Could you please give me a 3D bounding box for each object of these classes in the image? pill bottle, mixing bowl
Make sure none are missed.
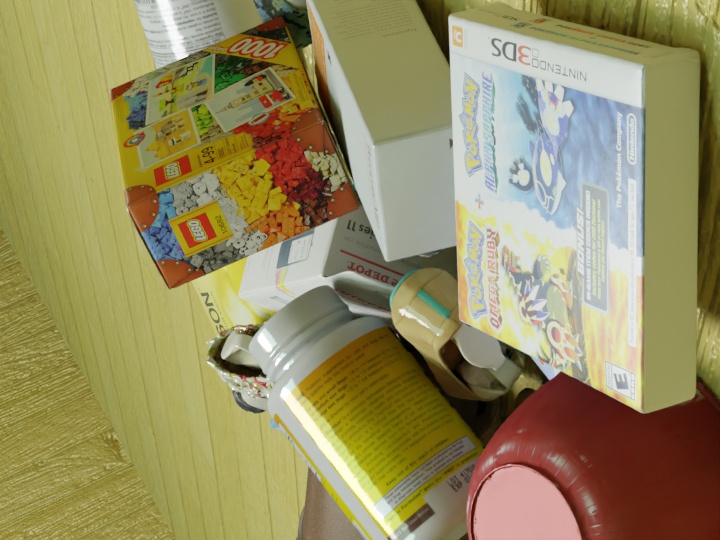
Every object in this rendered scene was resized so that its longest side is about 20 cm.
[{"bbox_3d":[0.008,0.111,1.238,0.200,0.109,0.109,51,160,14],"label":"pill bottle"},{"bbox_3d":[0.137,0.155,1.064,0.200,0.108,0.201,12,106,48],"label":"mixing bowl"},{"bbox_3d":[-0.125,-0.199,1.489,0.113,0.113,0.201,32,143,61],"label":"pill bottle"}]

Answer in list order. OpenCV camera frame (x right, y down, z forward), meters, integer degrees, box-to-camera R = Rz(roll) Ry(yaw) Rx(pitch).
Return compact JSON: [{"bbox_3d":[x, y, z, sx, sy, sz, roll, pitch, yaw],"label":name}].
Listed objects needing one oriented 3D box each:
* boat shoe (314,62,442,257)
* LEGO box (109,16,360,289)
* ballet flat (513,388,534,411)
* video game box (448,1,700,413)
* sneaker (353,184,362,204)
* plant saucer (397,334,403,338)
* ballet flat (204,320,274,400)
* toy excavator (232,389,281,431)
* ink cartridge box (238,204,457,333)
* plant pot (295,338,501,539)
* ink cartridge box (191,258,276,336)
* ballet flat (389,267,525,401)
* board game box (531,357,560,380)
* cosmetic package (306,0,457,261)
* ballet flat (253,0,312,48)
[{"bbox_3d":[0.022,-0.084,1.275,0.060,0.072,0.200,75,170,-56],"label":"boat shoe"},{"bbox_3d":[-0.097,-0.090,1.252,0.200,0.148,0.077,-112,-2,-59],"label":"LEGO box"},{"bbox_3d":[0.148,0.151,1.207,0.200,0.063,0.069,44,155,51],"label":"ballet flat"},{"bbox_3d":[0.119,-0.042,0.990,0.182,0.047,0.201,28,127,56],"label":"video game box"},{"bbox_3d":[-0.008,-0.055,1.391,0.200,0.079,0.078,9,122,67],"label":"sneaker"},{"bbox_3d":[0.015,0.052,1.542,0.201,0.037,0.201,54,160,31],"label":"plant saucer"},{"bbox_3d":[-0.068,0.069,1.379,0.064,0.076,0.200,27,158,-24],"label":"ballet flat"},{"bbox_3d":[-0.028,0.135,1.693,0.100,0.199,0.195,120,168,-70],"label":"toy excavator"},{"bbox_3d":[0.000,0.000,1.336,0.200,0.117,0.068,-12,60,61],"label":"ink cartridge box"},{"bbox_3d":[0.039,0.177,1.408,0.200,0.199,0.199,48,148,44],"label":"plant pot"},{"bbox_3d":[-0.116,-0.001,1.511,0.200,0.047,0.198,-11,106,56],"label":"ink cartridge box"},{"bbox_3d":[0.081,0.060,1.221,0.063,0.069,0.200,35,179,33],"label":"ballet flat"},{"bbox_3d":[0.117,-0.025,1.133,0.151,0.036,0.200,53,160,35],"label":"board game box"},{"bbox_3d":[0.021,-0.111,1.164,0.200,0.071,0.102,-112,11,-48],"label":"cosmetic package"},{"bbox_3d":[-0.057,-0.258,1.297,0.074,0.074,0.201,36,150,58],"label":"ballet flat"}]
